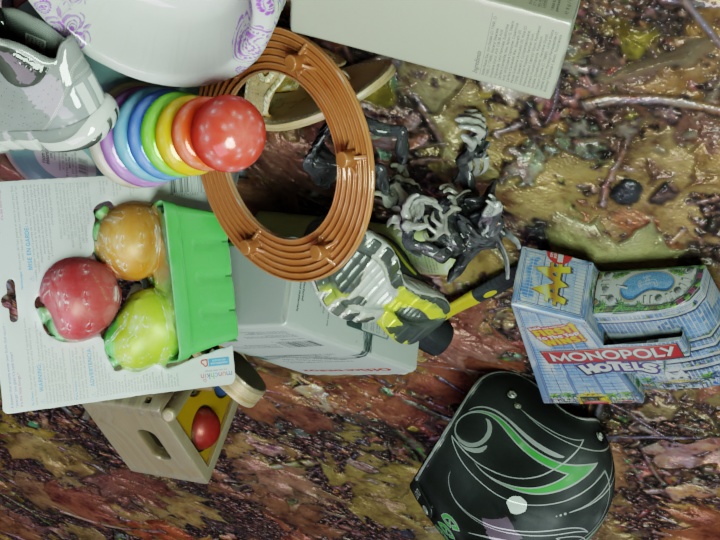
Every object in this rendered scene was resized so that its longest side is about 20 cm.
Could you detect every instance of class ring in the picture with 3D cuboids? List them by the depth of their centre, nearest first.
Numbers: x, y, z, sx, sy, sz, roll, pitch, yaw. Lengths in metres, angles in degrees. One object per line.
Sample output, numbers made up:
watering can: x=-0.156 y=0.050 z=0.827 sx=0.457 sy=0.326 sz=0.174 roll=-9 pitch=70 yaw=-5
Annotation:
ring: x=-0.067 y=-0.087 z=0.959 sx=0.199 sy=0.019 sz=0.203 roll=18 pitch=117 yaw=41

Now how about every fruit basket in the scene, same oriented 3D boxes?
fruit basket: x=-0.207 y=0.014 z=1.030 sx=0.198 sy=0.188 sz=0.094 roll=-6 pitch=177 yaw=-20

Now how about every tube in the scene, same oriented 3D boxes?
tube: x=-0.004 y=-0.023 z=1.168 sx=0.198 sy=0.058 sz=0.053 roll=6 pitch=106 yaw=15

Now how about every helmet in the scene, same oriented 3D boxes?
helmet: x=0.170 y=0.222 z=1.311 sx=0.190 sy=0.200 sz=0.201 roll=34 pitch=148 yaw=9

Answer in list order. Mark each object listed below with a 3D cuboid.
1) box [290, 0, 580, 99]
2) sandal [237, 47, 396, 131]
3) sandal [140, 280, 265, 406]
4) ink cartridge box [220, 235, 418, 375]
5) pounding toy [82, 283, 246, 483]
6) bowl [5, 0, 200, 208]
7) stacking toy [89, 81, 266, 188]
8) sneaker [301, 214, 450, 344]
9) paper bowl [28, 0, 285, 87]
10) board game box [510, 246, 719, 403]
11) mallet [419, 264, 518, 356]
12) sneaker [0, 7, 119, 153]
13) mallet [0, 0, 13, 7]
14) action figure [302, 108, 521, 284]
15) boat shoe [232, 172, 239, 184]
box: x=0.053 y=-0.193 z=0.873 sx=0.198 sy=0.069 sz=0.083 roll=17 pitch=146 yaw=5
sandal: x=-0.075 y=-0.155 z=0.990 sx=0.210 sy=0.078 sz=0.070 roll=-10 pitch=122 yaw=40
sandal: x=-0.184 y=0.071 z=1.225 sx=0.212 sy=0.070 sz=0.077 roll=46 pitch=-169 yaw=23
ink cartridge box: x=-0.055 y=0.039 z=1.167 sx=0.145 sy=0.084 sz=0.199 roll=-4 pitch=161 yaw=37
pounding toy: x=-0.202 y=0.125 z=1.350 sx=0.141 sy=0.185 sz=0.201 roll=5 pitch=144 yaw=20
bowl: x=-0.237 y=-0.130 z=1.079 sx=0.198 sy=0.106 sz=0.202 roll=13 pitch=145 yaw=9
stacking toy: x=-0.132 y=-0.101 z=0.936 sx=0.085 sy=0.086 sz=0.199 roll=42 pitch=162 yaw=-31
sneaker: x=0.000 y=0.000 z=1.060 sx=0.074 sy=0.085 sz=0.200 roll=-42 pitch=143 yaw=5
paper bowl: x=-0.142 y=-0.236 z=0.878 sx=0.198 sy=0.105 sz=0.202 roll=14 pitch=146 yaw=10
board game box: x=0.224 y=0.051 z=1.116 sx=0.198 sy=0.062 sz=0.200 roll=-4 pitch=148 yaw=32
mallet: x=0.100 y=0.022 z=1.188 sx=0.065 sy=0.041 sz=0.200 roll=28 pitch=142 yaw=-18
sneaker: x=-0.287 y=-0.146 z=0.934 sx=0.198 sy=0.075 sz=0.116 roll=-6 pitch=129 yaw=16
mallet: x=-0.284 y=-0.234 z=0.945 sx=0.065 sy=0.041 sz=0.202 roll=20 pitch=125 yaw=7
action figure: x=0.055 y=-0.069 z=1.008 sx=0.199 sy=0.120 sz=0.102 roll=29 pitch=152 yaw=-4
boat shoe: x=-0.167 y=-0.049 z=1.185 sx=0.070 sy=0.073 sz=0.200 roll=21 pitch=149 yaw=-10
